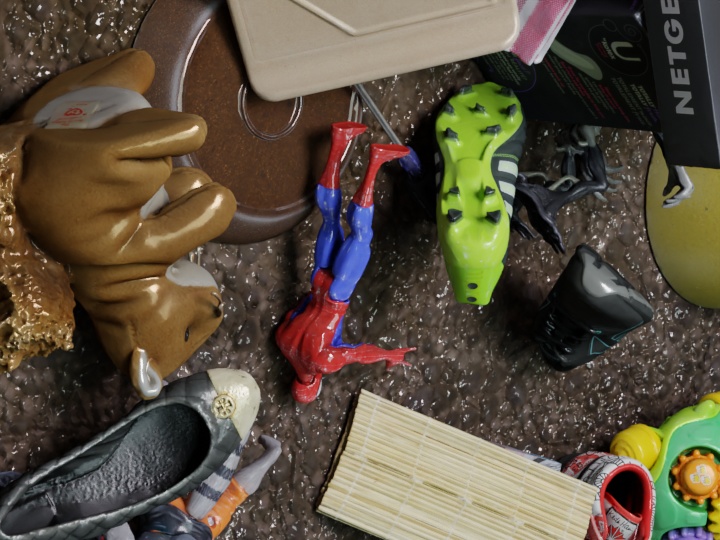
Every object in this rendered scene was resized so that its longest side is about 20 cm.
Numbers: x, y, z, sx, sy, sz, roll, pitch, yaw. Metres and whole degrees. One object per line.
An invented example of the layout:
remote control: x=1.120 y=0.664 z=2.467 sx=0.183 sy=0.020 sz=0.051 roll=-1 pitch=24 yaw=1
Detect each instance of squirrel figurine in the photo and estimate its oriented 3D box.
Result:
squirrel figurine: x=-0.174 y=-0.009 z=1.267 sx=0.199 sy=0.141 sz=0.188 roll=-22 pitch=122 yaw=-21

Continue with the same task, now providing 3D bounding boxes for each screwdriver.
screwdriver: x=0.023 y=-0.096 z=1.447 sx=0.028 sy=0.029 sz=0.200 roll=-33 pitch=131 yaw=4

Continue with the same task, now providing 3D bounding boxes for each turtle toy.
turtle toy: x=0.277 y=0.198 z=1.669 sx=0.145 sy=0.101 sz=0.201 roll=-18 pitch=122 yaw=-38

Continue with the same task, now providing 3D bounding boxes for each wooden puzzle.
wooden puzzle: x=-0.003 y=-0.218 z=1.301 sx=0.184 sy=0.037 sz=0.201 roll=-12 pitch=122 yaw=3

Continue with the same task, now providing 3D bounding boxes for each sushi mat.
sushi mat: x=0.072 y=0.168 z=1.494 sx=0.199 sy=0.012 sz=0.096 roll=23 pitch=83 yaw=-10

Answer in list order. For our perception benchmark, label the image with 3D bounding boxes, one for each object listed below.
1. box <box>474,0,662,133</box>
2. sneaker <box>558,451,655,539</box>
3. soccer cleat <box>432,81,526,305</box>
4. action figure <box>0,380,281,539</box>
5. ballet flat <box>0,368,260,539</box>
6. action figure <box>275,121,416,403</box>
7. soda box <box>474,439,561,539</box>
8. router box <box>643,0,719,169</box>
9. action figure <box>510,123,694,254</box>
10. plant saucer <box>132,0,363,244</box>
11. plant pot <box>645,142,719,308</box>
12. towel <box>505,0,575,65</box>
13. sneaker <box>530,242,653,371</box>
box: x=0.178 y=-0.179 z=1.467 sx=0.106 sy=0.199 sz=0.122 roll=-53 pitch=126 yaw=-20
sneaker: x=0.159 y=0.231 z=1.568 sx=0.067 sy=0.108 sz=0.202 roll=31 pitch=74 yaw=-17
soccer cleat: x=0.082 y=-0.059 z=1.462 sx=0.201 sy=0.067 sz=0.081 roll=-80 pitch=173 yaw=-49
action figure: x=-0.145 y=0.163 z=1.319 sx=0.200 sy=0.104 sz=0.195 roll=37 pitch=65 yaw=-38
ballet flat: x=-0.144 y=0.124 z=1.267 sx=0.199 sy=0.057 sz=0.067 roll=-32 pitch=92 yaw=-18
action figure: x=0.000 y=0.000 z=1.424 sx=0.099 sy=0.065 sz=0.201 roll=-4 pitch=117 yaw=-48
soda box: x=0.086 y=0.231 z=1.545 sx=0.068 sy=0.063 sz=0.201 roll=18 pitch=86 yaw=-40
router box: x=0.261 y=-0.186 z=1.369 sx=0.157 sy=0.052 sz=0.201 roll=-24 pitch=111 yaw=-35
action figure: x=0.194 y=-0.092 z=1.556 sx=0.200 sy=0.119 sz=0.102 roll=-39 pitch=110 yaw=-18
plant saucer: x=-0.068 y=-0.116 z=1.381 sx=0.199 sy=0.034 sz=0.202 roll=-7 pitch=100 yaw=-40
plant pot: x=0.352 y=-0.059 z=1.670 sx=0.199 sy=0.142 sz=0.202 roll=-7 pitch=102 yaw=-38
towel: x=0.057 y=-0.223 z=1.351 sx=0.199 sy=0.147 sz=0.030 roll=21 pitch=50 yaw=-7
sneaker: x=0.171 y=0.038 z=1.529 sx=0.079 sy=0.075 sz=0.200 roll=-45 pitch=167 yaw=-1
